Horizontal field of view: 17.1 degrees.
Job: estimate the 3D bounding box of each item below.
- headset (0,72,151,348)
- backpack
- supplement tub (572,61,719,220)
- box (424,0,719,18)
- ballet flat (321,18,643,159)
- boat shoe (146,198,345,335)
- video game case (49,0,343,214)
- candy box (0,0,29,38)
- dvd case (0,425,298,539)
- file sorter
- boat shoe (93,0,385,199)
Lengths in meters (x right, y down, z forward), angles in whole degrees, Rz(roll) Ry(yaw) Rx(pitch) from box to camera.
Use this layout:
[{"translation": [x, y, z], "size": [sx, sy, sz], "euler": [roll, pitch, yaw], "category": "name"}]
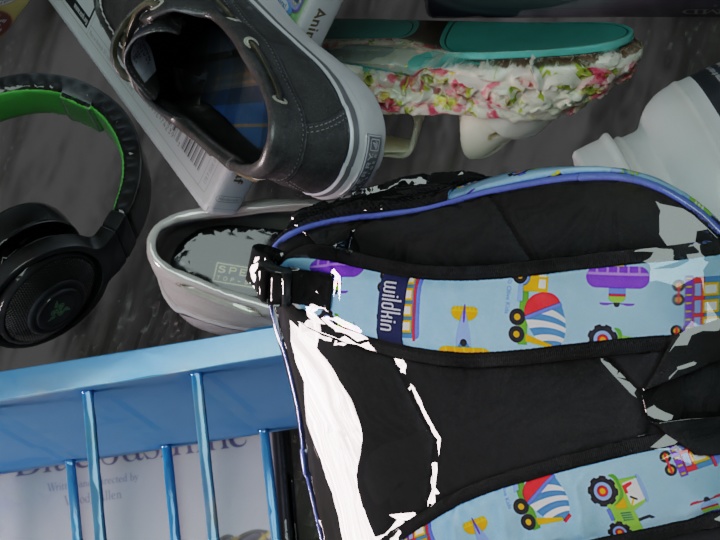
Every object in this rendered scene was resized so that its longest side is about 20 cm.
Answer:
[{"translation": [-0.179, -0.001, 1.135], "size": [0.123, 0.094, 0.200], "euler": [24, 64, 22], "category": "headset"}, {"translation": [0.079, 0.044, 0.904], "size": [0.199, 0.134, 0.183], "euler": [-12, 91, 33], "category": "backpack"}, {"translation": [0.204, -0.036, 1.013], "size": [0.199, 0.140, 0.141], "euler": [-25, 69, 3], "category": "supplement tub"}, {"translation": [0.122, -0.198, 1.042], "size": [0.199, 0.198, 0.124], "euler": [0, 74, 5], "category": "box"}, {"translation": [0.034, -0.084, 1.112], "size": [0.199, 0.076, 0.064], "euler": [3, 112, 18], "category": "ballet flat"}, {"translation": [0.000, 0.000, 1.086], "size": [0.199, 0.066, 0.072], "euler": [9, 75, 15], "category": "boat shoe"}, {"translation": [-0.072, -0.157, 1.095], "size": [0.200, 0.022, 0.182], "euler": [52, 125, 39], "category": "video game case"}, {"translation": [-0.171, -0.210, 1.140], "size": [0.200, 0.055, 0.116], "euler": [-45, 64, 35], "category": "candy box"}, {"translation": [-0.096, 0.146, 1.086], "size": [0.142, 0.018, 0.201], "euler": [-9, 71, 10], "category": "dvd case"}, {"translation": [-0.093, 0.108, 1.016], "size": [0.199, 0.139, 0.123], "euler": [-10, 75, 8], "category": "file sorter"}, {"translation": [-0.070, -0.088, 1.018], "size": [0.200, 0.066, 0.070], "euler": [45, 120, 42], "category": "boat shoe"}]
